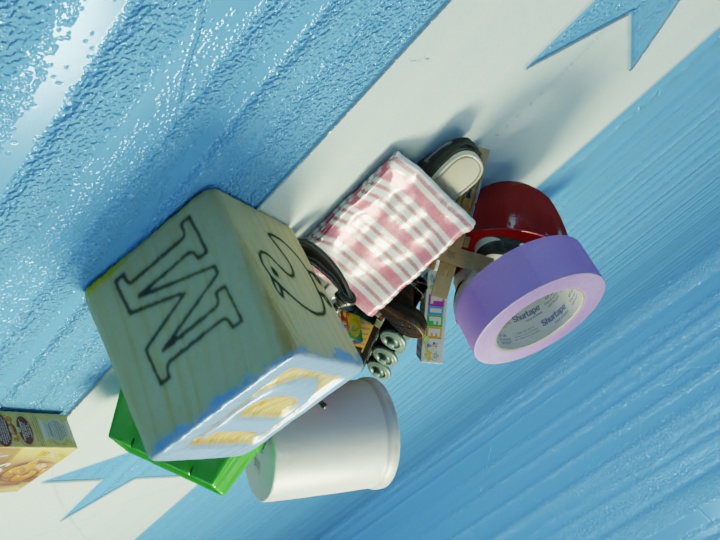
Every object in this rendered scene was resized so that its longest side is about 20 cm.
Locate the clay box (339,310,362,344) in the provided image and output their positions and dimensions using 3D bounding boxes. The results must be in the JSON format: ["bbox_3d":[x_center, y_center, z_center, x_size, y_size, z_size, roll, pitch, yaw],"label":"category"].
[{"bbox_3d":[-0.085,0.086,1.120,0.113,0.049,0.199,-15,165,20],"label":"clay box"}]

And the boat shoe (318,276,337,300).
[{"bbox_3d":[0.000,0.000,1.065,0.199,0.070,0.070,-41,160,27],"label":"boat shoe"}]

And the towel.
[{"bbox_3d":[0.031,-0.038,0.966,0.145,0.030,0.200,35,118,-25],"label":"towel"}]

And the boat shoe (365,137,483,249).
[{"bbox_3d":[0.074,-0.094,0.981,0.199,0.058,0.067,-37,119,23],"label":"boat shoe"}]

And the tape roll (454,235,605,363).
[{"bbox_3d":[0.228,0.043,1.039,0.196,0.066,0.202,-20,149,-13],"label":"tape roll"}]

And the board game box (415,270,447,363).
[{"bbox_3d":[0.114,0.075,1.234,0.033,0.138,0.200,5,177,2],"label":"board game box"}]

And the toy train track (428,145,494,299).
[{"bbox_3d":[0.132,-0.063,1.020,0.033,0.112,0.204,-29,136,-85],"label":"toy train track"}]

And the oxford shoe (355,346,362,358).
[{"bbox_3d":[-0.036,0.125,1.079,0.071,0.073,0.199,-6,175,-26],"label":"oxford shoe"}]

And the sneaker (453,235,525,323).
[{"bbox_3d":[0.181,0.018,1.086,0.072,0.082,0.201,13,153,-3],"label":"sneaker"}]

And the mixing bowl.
[{"bbox_3d":[0.218,-0.059,1.130,0.195,0.111,0.201,8,156,4],"label":"mixing bowl"}]

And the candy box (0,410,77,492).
[{"bbox_3d":[-0.461,0.225,0.942,0.114,0.056,0.200,-35,158,9],"label":"candy box"}]

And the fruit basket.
[{"bbox_3d":[-0.217,0.170,1.037,0.213,0.218,0.156,-26,159,-12],"label":"fruit basket"}]

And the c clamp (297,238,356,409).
[{"bbox_3d":[-0.069,0.060,0.987,0.202,0.170,0.027,-58,171,35],"label":"c clamp"}]

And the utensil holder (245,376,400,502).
[{"bbox_3d":[-0.064,0.253,1.159,0.196,0.173,0.171,0,146,-27],"label":"utensil holder"}]

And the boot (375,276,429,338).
[{"bbox_3d":[0.060,0.027,1.098,0.097,0.199,0.075,-46,117,-8],"label":"boot"}]

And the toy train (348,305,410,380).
[{"bbox_3d":[0.024,0.102,1.266,0.086,0.112,0.201,-57,172,-35],"label":"toy train"}]

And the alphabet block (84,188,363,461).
[{"bbox_3d":[-0.144,0.067,0.836,0.195,0.202,0.195,-35,159,11],"label":"alphabet block"}]
